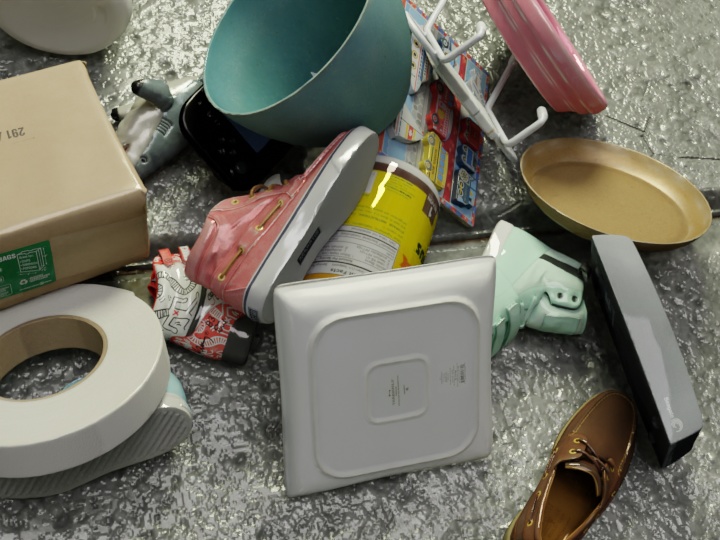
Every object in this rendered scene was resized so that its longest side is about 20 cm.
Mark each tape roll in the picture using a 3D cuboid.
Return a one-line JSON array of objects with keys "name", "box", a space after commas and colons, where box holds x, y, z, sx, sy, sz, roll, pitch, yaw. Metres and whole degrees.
[{"name": "tape roll", "box": [-0.257, 0.084, 0.877, 0.201, 0.037, 0.203, -4, 37, 3]}]

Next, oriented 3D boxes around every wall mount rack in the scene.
[{"name": "wall mount rack", "box": [0.122, -0.215, 1.092, 0.200, 0.074, 0.174, 47, 16, -28]}]

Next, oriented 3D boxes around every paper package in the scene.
[{"name": "paper package", "box": [-0.307, -0.073, 0.943, 0.199, 0.104, 0.191, -19, 55, -20]}]

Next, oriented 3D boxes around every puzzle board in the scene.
[{"name": "puzzle board", "box": [0.080, -0.164, 1.088, 0.150, 0.017, 0.201, 34, 53, -38]}]

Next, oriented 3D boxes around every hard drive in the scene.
[{"name": "hard drive", "box": [0.262, 0.072, 0.985, 0.042, 0.135, 0.201, -18, 67, 5]}]

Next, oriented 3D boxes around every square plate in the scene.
[{"name": "square plate", "box": [0.028, 0.095, 0.911, 0.197, 0.202, 0.028, -8, 23, -15]}]

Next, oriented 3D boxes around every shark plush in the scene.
[{"name": "shark plush", "box": [-0.164, -0.149, 1.075, 0.199, 0.091, 0.084, -20, 88, -42]}]

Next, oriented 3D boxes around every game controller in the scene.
[{"name": "game controller", "box": [-0.096, -0.170, 1.057, 0.105, 0.042, 0.200, 54, 53, -23]}]

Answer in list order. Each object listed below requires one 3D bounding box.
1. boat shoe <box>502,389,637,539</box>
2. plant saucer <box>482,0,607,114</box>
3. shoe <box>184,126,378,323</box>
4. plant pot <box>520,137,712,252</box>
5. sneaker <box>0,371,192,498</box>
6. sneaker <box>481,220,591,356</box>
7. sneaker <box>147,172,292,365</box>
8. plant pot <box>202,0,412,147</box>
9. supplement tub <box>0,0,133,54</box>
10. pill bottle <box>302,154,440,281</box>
[{"name": "boat shoe", "box": [0.200, 0.186, 0.954, 0.072, 0.068, 0.200, 35, 62, 7]}, {"name": "plant saucer", "box": [0.188, -0.244, 1.127, 0.051, 0.200, 0.201, -34, 69, 18]}, {"name": "shoe", "box": [-0.068, -0.056, 0.927, 0.091, 0.072, 0.201, 26, 73, 20]}, {"name": "plant pot", "box": [0.255, -0.074, 1.082, 0.198, 0.028, 0.201, 10, 35, -7]}, {"name": "sneaker", "box": [-0.244, 0.132, 0.902, 0.198, 0.074, 0.082, -11, 36, -11]}, {"name": "sneaker", "box": [0.152, 0.049, 1.007, 0.118, 0.074, 0.201, 23, 59, 8]}, {"name": "sneaker", "box": [-0.132, -0.018, 0.990, 0.107, 0.067, 0.203, 16, 64, -6]}, {"name": "plant pot", "box": [-0.029, -0.193, 0.990, 0.135, 0.199, 0.201, 38, 51, -41]}, {"name": "supplement tub", "box": [-0.297, -0.338, 1.076, 0.144, 0.145, 0.201, 3, 63, -10]}, {"name": "pill bottle", "box": [0.000, 0.000, 0.984, 0.109, 0.109, 0.201, 20, 62, -1]}]
